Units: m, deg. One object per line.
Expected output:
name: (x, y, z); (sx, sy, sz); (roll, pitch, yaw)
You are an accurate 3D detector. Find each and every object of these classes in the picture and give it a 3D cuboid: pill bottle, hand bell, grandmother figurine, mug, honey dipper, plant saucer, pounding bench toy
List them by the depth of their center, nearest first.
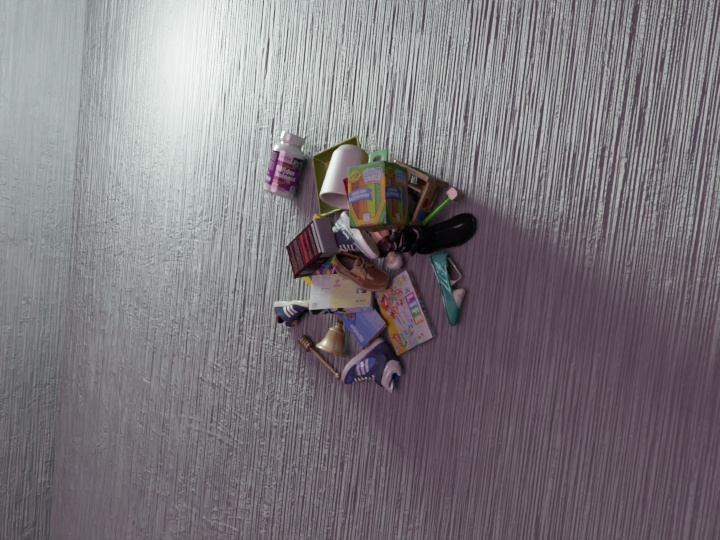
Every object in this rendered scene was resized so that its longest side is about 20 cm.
pounding bench toy: (0.167, -0.182, 1.451); (0.197, 0.122, 0.161); (32, 108, 32)
mug: (-0.023, -0.269, 1.545); (0.146, 0.183, 0.160); (-1, 75, 47)
grandmother figurine: (0.067, -0.088, 1.568); (0.122, 0.059, 0.204); (-47, 61, 36)
hand bell: (-0.061, 0.156, 1.659); (0.101, 0.103, 0.207); (16, 86, 34)
plant saucer: (-0.057, -0.292, 1.667); (0.194, 0.047, 0.209); (-14, 82, 36)
honey dipper: (-0.130, 0.285, 1.724); (0.198, 0.037, 0.039); (39, 111, 28)
pill bottle: (-0.251, -0.355, 1.773); (0.110, 0.111, 0.207); (25, 105, 33)

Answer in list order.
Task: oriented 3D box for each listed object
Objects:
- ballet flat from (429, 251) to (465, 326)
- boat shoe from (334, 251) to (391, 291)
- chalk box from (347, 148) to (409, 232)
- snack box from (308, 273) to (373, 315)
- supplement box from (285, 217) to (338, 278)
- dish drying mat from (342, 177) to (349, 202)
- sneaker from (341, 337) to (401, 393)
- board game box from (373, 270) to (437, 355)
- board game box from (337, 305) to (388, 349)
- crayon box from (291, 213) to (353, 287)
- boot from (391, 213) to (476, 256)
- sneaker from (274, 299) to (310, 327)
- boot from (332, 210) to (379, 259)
ballet flat: (0.245, 0.044, 1.431); (0.068, 0.067, 0.208); (-19, 80, 19)
boat shoe: (0.000, 0.000, 1.555); (0.194, 0.073, 0.077); (18, 60, 25)
chalk box: (0.046, -0.214, 1.389); (0.121, 0.122, 0.209); (-5, 87, 36)
snack box: (-0.056, 0.068, 1.596); (0.192, 0.037, 0.120); (-4, 59, 13)
supplement box: (-0.152, -0.066, 1.627); (0.198, 0.059, 0.113); (-34, 68, 48)
dish drying mat: (0.031, -0.243, 1.487); (0.018, 0.197, 0.080); (-12, 101, 49)
sneaker: (0.038, 0.317, 1.569); (0.200, 0.079, 0.148); (-46, 60, 21)
board game box: (0.127, 0.123, 1.533); (0.132, 0.034, 0.206); (-31, 71, 32)
board game box: (-0.009, 0.129, 1.593); (0.103, 0.019, 0.201); (-42, 55, 3)
crayon box: (-0.119, -0.047, 1.705); (0.171, 0.057, 0.205); (39, 111, 31)
boot: (0.195, -0.093, 1.403); (0.196, 0.166, 0.079); (-23, 79, 33)
sneaker: (-0.215, 0.144, 1.768); (0.196, 0.073, 0.088); (-7, 84, 46)
boot: (-0.020, -0.080, 1.564); (0.091, 0.072, 0.202); (-48, 50, 17)
